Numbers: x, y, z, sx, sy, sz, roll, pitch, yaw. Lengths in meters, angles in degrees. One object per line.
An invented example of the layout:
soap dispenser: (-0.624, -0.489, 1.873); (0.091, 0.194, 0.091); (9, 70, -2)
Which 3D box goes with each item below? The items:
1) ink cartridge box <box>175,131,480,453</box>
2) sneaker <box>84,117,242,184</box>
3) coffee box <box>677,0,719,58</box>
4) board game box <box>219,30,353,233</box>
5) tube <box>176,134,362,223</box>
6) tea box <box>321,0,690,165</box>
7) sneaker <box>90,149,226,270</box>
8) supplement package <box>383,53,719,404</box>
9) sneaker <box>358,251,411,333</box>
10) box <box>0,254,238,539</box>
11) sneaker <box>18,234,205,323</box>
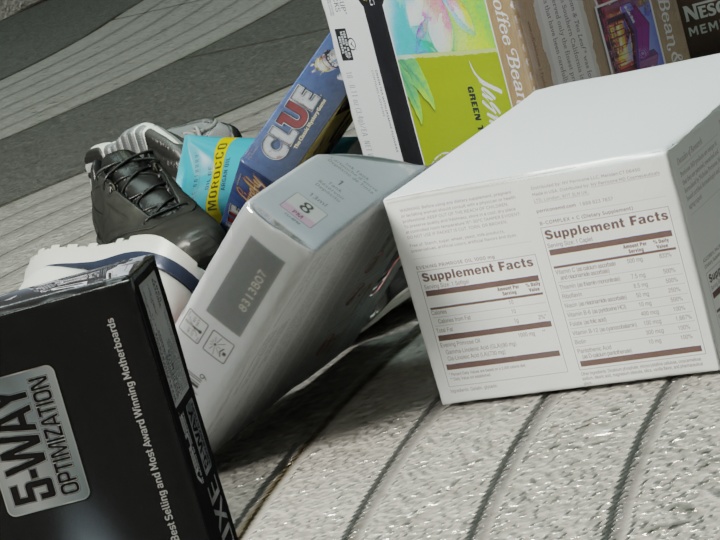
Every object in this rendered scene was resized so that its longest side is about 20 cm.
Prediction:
ink cartridge box: (-0.031, 0.005, 1.265); (0.163, 0.057, 0.200); (-59, -8, 32)
sneaker: (-0.135, -0.093, 1.966); (0.115, 0.076, 0.200); (-20, 12, -26)
coffee box: (0.276, -0.195, 1.845); (0.112, 0.080, 0.200); (-13, 13, 14)
board game box: (-0.022, -0.116, 1.656); (0.201, 0.034, 0.136); (-56, -3, -22)
tube: (-0.065, -0.066, 1.788); (0.199, 0.078, 0.050); (-2, -21, 43)
tea box: (0.093, -0.132, 1.539); (0.133, 0.201, 0.196); (-24, 14, -33)
sneaker: (-0.148, -0.037, 1.700); (0.076, 0.091, 0.200); (-21, 14, -22)
supplement package: (0.131, -0.027, 1.251); (0.155, 0.112, 0.200); (-9, 14, 30)
sneaker: (0.000, 0.000, 1.428); (0.199, 0.074, 0.079); (-21, -7, -15)
box: (-0.113, 0.111, 0.770); (0.157, 0.202, 0.050); (-14, 9, 7)
sneaker: (-0.164, 0.035, 1.470); (0.200, 0.076, 0.081); (-18, 41, 57)
